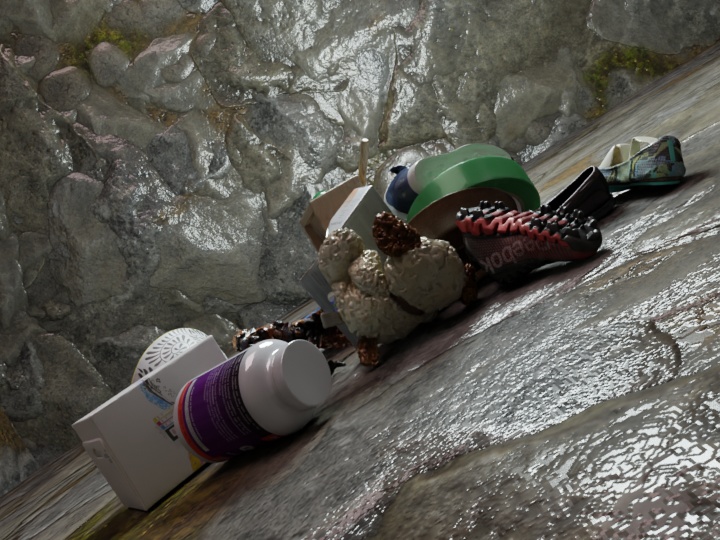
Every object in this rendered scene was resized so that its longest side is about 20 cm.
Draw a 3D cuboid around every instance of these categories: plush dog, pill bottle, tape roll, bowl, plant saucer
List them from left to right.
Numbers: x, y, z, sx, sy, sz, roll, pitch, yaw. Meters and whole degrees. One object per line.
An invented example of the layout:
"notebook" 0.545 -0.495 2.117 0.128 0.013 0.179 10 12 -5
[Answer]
"bowl" -0.277 0.204 1.086 0.093 0.203 0.200 3 26 37
"pill bottle" -0.129 0.154 0.773 0.199 0.113 0.112 -29 4 35
"plush dog" 0.055 0.020 0.822 0.172 0.199 0.162 -41 30 38
"plant saucer" 0.145 -0.035 0.932 0.198 0.037 0.202 -15 -36 -11
"tape roll" 0.168 -0.078 0.959 0.198 0.049 0.202 -15 -36 -11

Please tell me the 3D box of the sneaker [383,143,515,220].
"sneaker" 0.132 -0.132 1.017 0.198 0.082 0.146 -11 -11 -25

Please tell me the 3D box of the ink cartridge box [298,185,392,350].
"ink cartridge box" 0.000 0.000 0.958 0.050 0.163 0.201 -2 44 51

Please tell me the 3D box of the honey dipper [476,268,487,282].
"honey dipper" 0.212 -0.025 0.918 0.199 0.038 0.038 -36 4 -5

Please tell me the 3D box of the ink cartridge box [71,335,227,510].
"ink cartridge box" -0.276 0.217 0.918 0.199 0.146 0.147 -34 4 -35

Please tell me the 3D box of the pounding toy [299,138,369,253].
"pounding toy" -0.014 -0.094 1.166 0.141 0.201 0.184 -31 -1 -15

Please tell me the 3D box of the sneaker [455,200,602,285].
"sneaker" 0.199 -0.027 0.768 0.070 0.099 0.199 -19 19 -34

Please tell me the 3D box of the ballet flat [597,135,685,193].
"ballet flat" 0.364 -0.141 0.856 0.074 0.075 0.200 -32 6 -6

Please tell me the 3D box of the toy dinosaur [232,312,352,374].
"toy dinosaur" -0.086 0.103 0.970 0.198 0.103 0.135 -22 15 -27

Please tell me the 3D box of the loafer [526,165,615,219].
"loafer" 0.246 -0.070 0.863 0.199 0.063 0.072 -31 26 -4

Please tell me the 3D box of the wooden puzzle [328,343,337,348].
"wooden puzzle" 0.021 0.070 1.167 0.184 0.047 0.200 -34 4 -24

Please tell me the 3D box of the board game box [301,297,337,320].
"board game box" -0.026 0.056 1.167 0.199 0.037 0.151 -33 -1 -5
